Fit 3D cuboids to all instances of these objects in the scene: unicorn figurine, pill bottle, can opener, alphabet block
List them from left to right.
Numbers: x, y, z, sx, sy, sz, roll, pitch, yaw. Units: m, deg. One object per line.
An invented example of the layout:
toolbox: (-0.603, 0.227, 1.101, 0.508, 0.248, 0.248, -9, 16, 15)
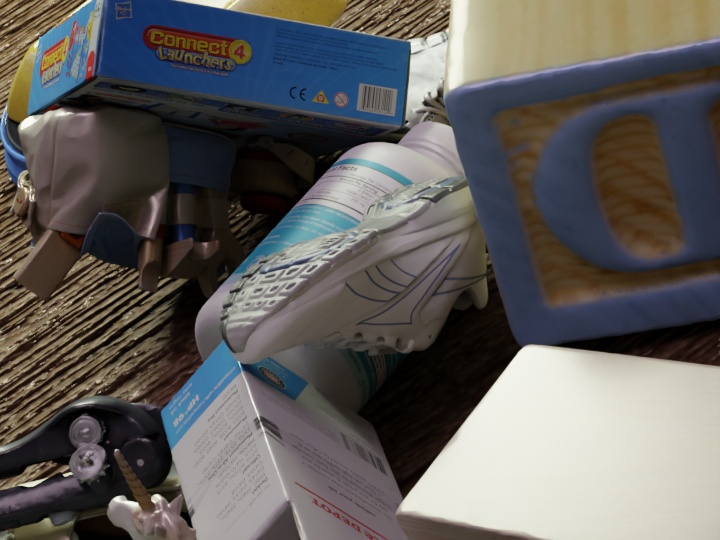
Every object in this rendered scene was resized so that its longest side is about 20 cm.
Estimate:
can opener: (-0.198, 0.121, 1.460, 0.199, 0.079, 0.064, -18, 72, 4)
unicorn figurine: (-0.132, 0.187, 1.370, 0.073, 0.201, 0.137, 2, 2, -32)
pill bottle: (0.000, 0.000, 1.554, 0.110, 0.111, 0.200, 13, 49, 43)
alphabet block: (0.164, -0.101, 1.495, 0.195, 0.196, 0.201, -8, 37, 12)

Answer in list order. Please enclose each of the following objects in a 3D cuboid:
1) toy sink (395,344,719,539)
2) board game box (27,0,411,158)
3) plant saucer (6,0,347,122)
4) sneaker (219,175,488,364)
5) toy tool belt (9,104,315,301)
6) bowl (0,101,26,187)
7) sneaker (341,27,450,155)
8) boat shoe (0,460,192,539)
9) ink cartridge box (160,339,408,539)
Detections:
toy sink: (0.143, 0.128, 1.293, 0.199, 0.112, 0.130, 5, 45, 44)
board game box: (-0.093, -0.121, 1.655, 0.199, 0.056, 0.196, 8, -6, -19)
plant saucer: (-0.141, -0.167, 1.852, 0.200, 0.049, 0.200, -43, 38, -21)
sneaker: (0.007, 0.013, 1.444, 0.199, 0.088, 0.074, -26, 14, -38)
toy tool belt: (-0.130, -0.030, 1.677, 0.125, 0.199, 0.124, -4, 78, 56)
bowl: (-0.172, -0.125, 1.894, 0.200, 0.039, 0.201, -18, 35, 13)
sneaker: (0.073, -0.112, 1.699, 0.199, 0.075, 0.116, -22, 38, 25)
boat shoe: (-0.170, 0.160, 1.487, 0.199, 0.075, 0.068, -29, 29, -6)
ink cartridge box: (-0.030, 0.135, 1.380, 0.067, 0.116, 0.200, -46, 31, 15)
